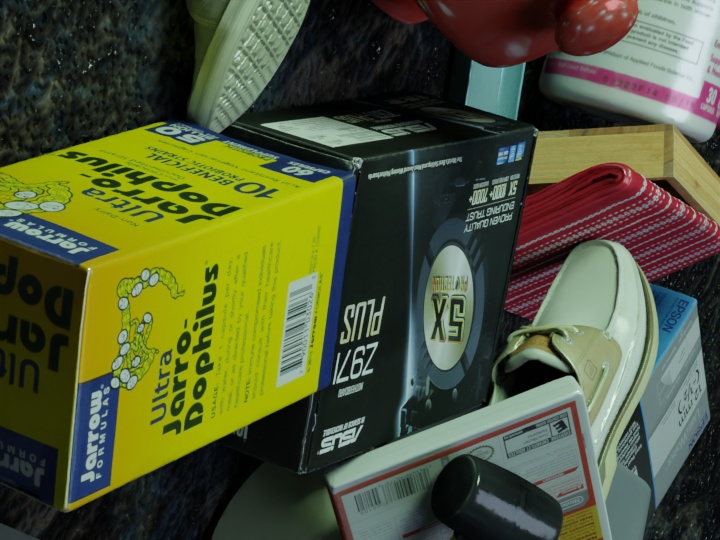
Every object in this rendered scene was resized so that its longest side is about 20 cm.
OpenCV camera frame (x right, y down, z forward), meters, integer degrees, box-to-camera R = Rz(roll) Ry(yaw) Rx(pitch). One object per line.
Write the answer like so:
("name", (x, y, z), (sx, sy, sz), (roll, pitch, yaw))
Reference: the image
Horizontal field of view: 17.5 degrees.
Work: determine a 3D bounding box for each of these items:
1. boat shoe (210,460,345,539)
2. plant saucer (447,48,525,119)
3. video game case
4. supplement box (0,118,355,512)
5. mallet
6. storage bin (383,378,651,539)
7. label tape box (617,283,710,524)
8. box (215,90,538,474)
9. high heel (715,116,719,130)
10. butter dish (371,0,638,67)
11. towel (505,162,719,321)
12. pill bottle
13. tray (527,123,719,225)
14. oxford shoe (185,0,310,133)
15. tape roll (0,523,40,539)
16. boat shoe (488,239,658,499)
("boat shoe", (-0.053, 0.190, 1.262), (0.063, 0.071, 0.201), (53, 55, -69))
("plant saucer", (0.080, -0.162, 1.354), (0.070, 0.019, 0.201), (-19, 123, -56))
("video game case", (0.067, 0.158, 1.268), (0.142, 0.017, 0.201), (-20, 128, -7))
("supplement box", (-0.103, 0.012, 1.028), (0.200, 0.108, 0.110), (-23, 126, -55))
("mallet", (0.032, 0.182, 1.239), (0.066, 0.041, 0.200), (21, 118, -24))
("storage bin", (0.080, 0.158, 1.410), (0.200, 0.145, 0.135), (37, 61, -35))
("label tape box", (0.191, 0.126, 1.667), (0.144, 0.066, 0.201), (-54, 145, -31))
("box", (0.000, 0.000, 1.231), (0.200, 0.086, 0.165), (-13, 118, -58))
("high heel", (0.238, -0.157, 1.555), (0.200, 0.096, 0.068), (-43, 140, -42))
("butter dish", (0.089, -0.171, 1.162), (0.199, 0.148, 0.200), (-33, 152, 10))
("towel", (0.133, -0.015, 1.428), (0.200, 0.144, 0.023), (22, 49, -61))
("pill bottle", (0.189, -0.188, 1.431), (0.113, 0.113, 0.201), (13, 94, -62))
("tray", (0.171, -0.050, 1.473), (0.200, 0.098, 0.037), (28, 62, -67))
("oxford shoe", (-0.053, -0.154, 1.087), (0.075, 0.058, 0.201), (-44, 156, -51))
("tape roll", (-0.178, 0.216, 1.053), (0.202, 0.070, 0.203), (-37, 135, -48))
("boat shoe", (0.117, 0.060, 1.334), (0.068, 0.074, 0.201), (42, 49, -38))
